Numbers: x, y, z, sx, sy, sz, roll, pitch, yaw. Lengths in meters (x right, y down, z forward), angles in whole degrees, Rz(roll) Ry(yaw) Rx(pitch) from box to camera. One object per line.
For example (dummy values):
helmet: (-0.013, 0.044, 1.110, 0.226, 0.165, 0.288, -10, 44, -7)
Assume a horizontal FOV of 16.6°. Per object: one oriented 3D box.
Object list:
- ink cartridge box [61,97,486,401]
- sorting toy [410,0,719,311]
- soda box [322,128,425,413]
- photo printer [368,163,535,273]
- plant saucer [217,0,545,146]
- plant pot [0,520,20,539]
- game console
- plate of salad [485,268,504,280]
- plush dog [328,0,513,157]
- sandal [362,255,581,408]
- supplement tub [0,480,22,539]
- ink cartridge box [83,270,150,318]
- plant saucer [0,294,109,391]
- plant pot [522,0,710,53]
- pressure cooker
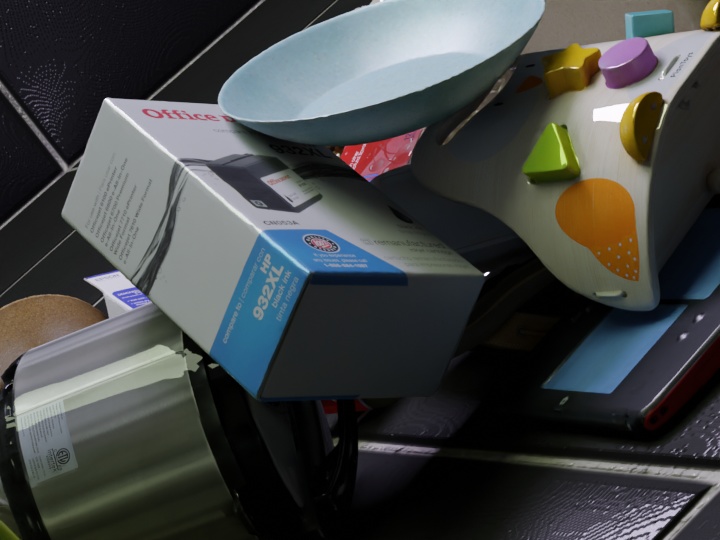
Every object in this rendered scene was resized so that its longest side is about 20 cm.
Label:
ink cartridge box: (-0.051, -0.014, 1.400, 0.144, 0.200, 0.084, 0, -59, -45)
sorting toy: (0.127, -0.086, 1.419, 0.179, 0.107, 0.200, 6, 43, 38)
soda box: (0.000, 0.000, 1.667, 0.070, 0.064, 0.201, -7, 44, 37)
photo printer: (0.097, -0.043, 1.536, 0.199, 0.070, 0.166, -16, -6, -12)
plant saucer: (0.017, -0.113, 1.441, 0.199, 0.039, 0.201, -16, 22, 7)
plant pot: (-0.217, 0.250, 1.284, 0.200, 0.199, 0.181, -41, 7, -12)
game console: (0.168, 0.021, 1.367, 0.177, 0.031, 0.200, -42, 13, -16)
plate of salad: (0.053, -0.012, 1.752, 0.200, 0.048, 0.200, -37, 12, 9)
plush dog: (0.050, -0.088, 1.864, 0.172, 0.160, 0.200, -51, -30, -2)
sandal: (0.086, 0.034, 1.479, 0.199, 0.054, 0.080, -34, 3, -17)
supplement tub: (-0.269, 0.221, 1.489, 0.140, 0.140, 0.201, -15, 52, 60)
ink cartridge box: (-0.114, 0.041, 1.802, 0.094, 0.037, 0.200, -13, 28, -31)
plant saucer: (-0.231, 0.119, 1.807, 0.035, 0.201, 0.200, 17, 53, 44)
plant pot: (0.206, -0.193, 1.663, 0.200, 0.177, 0.200, -23, 20, 52)
pressure cooker: (-0.097, 0.102, 1.471, 0.199, 0.177, 0.179, -22, 17, 13)
